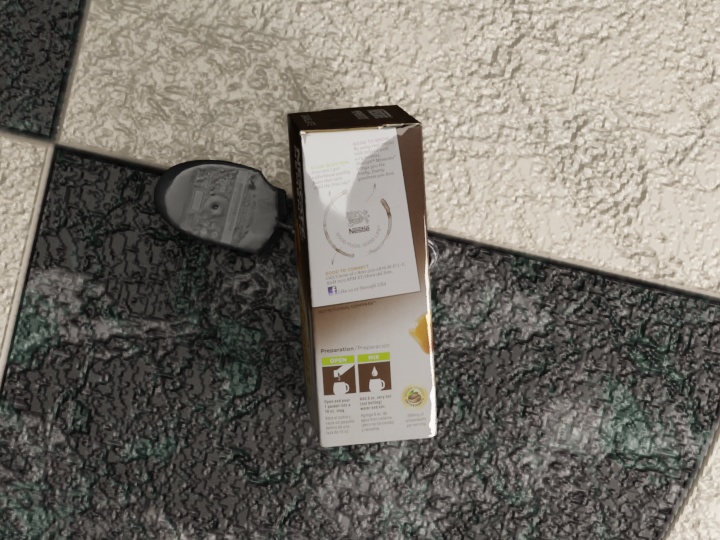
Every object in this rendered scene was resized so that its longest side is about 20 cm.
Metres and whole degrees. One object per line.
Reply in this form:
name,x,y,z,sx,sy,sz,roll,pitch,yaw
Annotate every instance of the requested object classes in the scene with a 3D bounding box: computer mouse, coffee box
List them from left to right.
computer mouse,-0.043,-0.031,1.322,0.198,0.034,0.059,17,97,-10
coffee box,0.000,0.000,1.258,0.079,0.114,0.202,-5,101,-6
